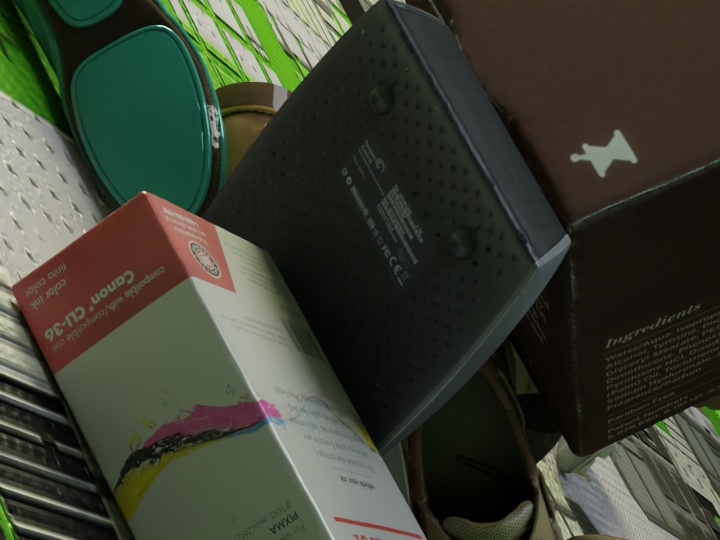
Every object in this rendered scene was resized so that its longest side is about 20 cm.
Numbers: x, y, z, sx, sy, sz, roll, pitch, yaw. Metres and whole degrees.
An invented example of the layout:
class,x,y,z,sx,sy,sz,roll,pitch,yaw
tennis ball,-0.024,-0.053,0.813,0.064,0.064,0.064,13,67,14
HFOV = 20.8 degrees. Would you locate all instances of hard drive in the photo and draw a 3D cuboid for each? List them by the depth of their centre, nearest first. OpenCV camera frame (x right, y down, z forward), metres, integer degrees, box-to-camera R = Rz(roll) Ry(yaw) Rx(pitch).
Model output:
class,x,y,z,sx,sy,sz,roll,pitch,yaw
hard drive,0.000,0.000,0.781,0.042,0.200,0.136,-12,65,-39

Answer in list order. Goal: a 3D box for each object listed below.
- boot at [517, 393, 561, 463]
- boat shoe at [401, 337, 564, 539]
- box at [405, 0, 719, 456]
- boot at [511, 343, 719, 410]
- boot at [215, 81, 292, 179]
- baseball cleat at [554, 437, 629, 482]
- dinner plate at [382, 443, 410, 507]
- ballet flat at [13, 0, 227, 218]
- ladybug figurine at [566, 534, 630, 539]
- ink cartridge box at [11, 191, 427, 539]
class,x,y,z,sx,sy,sz,roll,pitch,yaw
boot,0.054,0.044,1.083,0.067,0.131,0.201,4,47,-24
boat shoe,0.053,0.112,0.894,0.074,0.075,0.202,-99,172,-73
box,0.127,-0.057,0.848,0.201,0.163,0.167,78,-13,-59
boot,0.120,-0.022,1.001,0.073,0.154,0.202,91,3,-55
boot,-0.030,-0.023,1.066,0.200,0.073,0.076,44,44,-56
baseball cleat,0.156,0.099,1.504,0.107,0.070,0.200,51,2,1
dinner plate,-0.014,0.029,0.916,0.200,0.024,0.202,165,-90,-85
ballet flat,-0.110,-0.097,0.891,0.201,0.067,0.070,63,-2,15
ladybug figurine,0.145,0.204,1.011,0.200,0.071,0.137,78,-1,-66
ink cartridge box,-0.035,0.081,0.710,0.201,0.067,0.116,60,12,21
